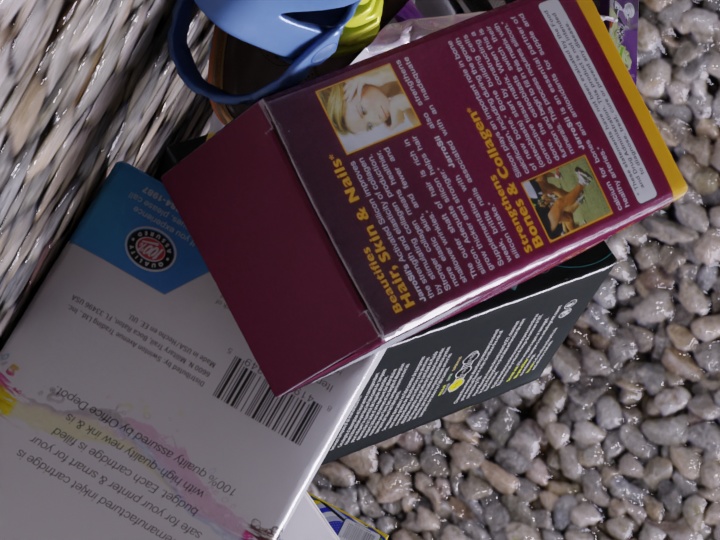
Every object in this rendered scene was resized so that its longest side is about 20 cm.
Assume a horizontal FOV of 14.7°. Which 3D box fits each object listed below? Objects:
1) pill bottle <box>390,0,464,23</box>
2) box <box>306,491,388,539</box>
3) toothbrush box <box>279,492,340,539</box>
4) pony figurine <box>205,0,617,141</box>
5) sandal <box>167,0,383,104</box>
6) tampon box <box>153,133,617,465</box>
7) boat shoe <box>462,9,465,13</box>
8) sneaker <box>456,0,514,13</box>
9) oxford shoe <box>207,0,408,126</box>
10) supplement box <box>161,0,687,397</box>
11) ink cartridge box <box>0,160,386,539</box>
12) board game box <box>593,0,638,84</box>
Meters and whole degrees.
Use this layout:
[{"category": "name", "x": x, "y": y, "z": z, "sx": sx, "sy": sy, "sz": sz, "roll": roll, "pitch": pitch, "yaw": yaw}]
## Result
[{"category": "pill bottle", "x": 0.012, "y": -0.141, "z": 1.637, "sx": 0.112, "sy": 0.112, "sz": 0.200, "roll": -61, "pitch": 179, "yaw": 14}, {"category": "box", "x": -0.092, "y": 0.132, "z": 1.471, "sx": 0.064, "sy": 0.200, "sz": 0.070, "roll": -60, "pitch": 179, "yaw": -45}, {"category": "toothbrush box", "x": -0.108, "y": 0.172, "z": 1.354, "sx": 0.200, "sy": 0.146, "sz": 0.086, "roll": -34, "pitch": 173, "yaw": -13}, {"category": "pony figurine", "x": 0.005, "y": -0.101, "z": 1.339, "sx": 0.193, "sy": 0.166, "sz": 0.200, "roll": -2, "pitch": 109, "yaw": -55}, {"category": "sandal", "x": -0.029, "y": -0.122, "z": 1.098, "sx": 0.087, "sy": 0.079, "sz": 0.200, "roll": -38, "pitch": 164, "yaw": -20}, {"category": "tampon box", "x": 0.000, "y": 0.000, "z": 1.472, "sx": 0.200, "sy": 0.150, "sz": 0.126, "roll": -19, "pitch": 155, "yaw": -29}, {"category": "boat shoe", "x": 0.081, "y": -0.229, "z": 1.592, "sx": 0.072, "sy": 0.060, "sz": 0.202, "roll": 75, "pitch": 12, "yaw": -69}, {"category": "sneaker", "x": 0.065, "y": -0.169, "z": 1.508, "sx": 0.116, "sy": 0.075, "sz": 0.200, "roll": 63, "pitch": 5, "yaw": -51}, {"category": "oxford shoe", "x": 0.000, "y": -0.142, "z": 1.218, "sx": 0.200, "sy": 0.071, "sz": 0.073, "roll": -59, "pitch": -152, "yaw": 5}, {"category": "supplement box", "x": 0.030, "y": -0.038, "z": 1.197, "sx": 0.200, "sy": 0.110, "sz": 0.086, "roll": -24, "pitch": 175, "yaw": -40}, {"category": "ink cartridge box", "x": -0.101, "y": 0.087, "z": 1.255, "sx": 0.200, "sy": 0.147, "sz": 0.146, "roll": -60, "pitch": 180, "yaw": -17}, {"category": "board game box", "x": 0.116, "y": -0.168, "z": 1.620, "sx": 0.120, "sy": 0.032, "sz": 0.200, "roll": -7, "pitch": -102, "yaw": 51}]
